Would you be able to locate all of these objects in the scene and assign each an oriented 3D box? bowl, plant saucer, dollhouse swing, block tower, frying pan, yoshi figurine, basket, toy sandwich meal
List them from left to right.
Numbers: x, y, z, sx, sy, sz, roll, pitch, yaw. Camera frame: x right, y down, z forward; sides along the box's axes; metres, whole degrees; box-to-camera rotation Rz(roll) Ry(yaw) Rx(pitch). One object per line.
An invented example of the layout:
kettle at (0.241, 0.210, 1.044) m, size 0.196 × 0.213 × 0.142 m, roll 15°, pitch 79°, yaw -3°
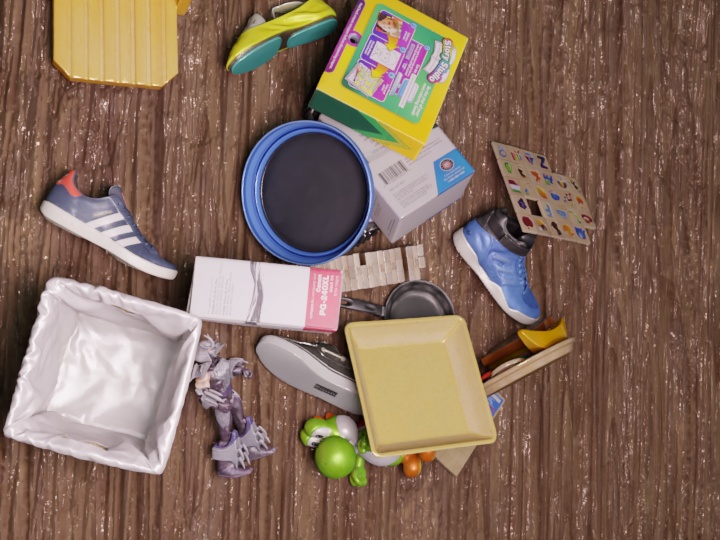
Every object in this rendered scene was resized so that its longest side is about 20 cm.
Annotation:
basket at (-0.316, 0.132, 1.231) m, size 0.195 × 0.161 × 0.203 m, roll 16°, pitch 82°, yaw -9°
dollhouse swing at (-0.309, -0.364, 1.277) m, size 0.197 × 0.182 × 0.178 m, roll 2°, pitch 67°, yaw -26°
bowl at (-0.072, -0.109, 1.379) m, size 0.198 × 0.039 × 0.204 m, roll 2°, pitch 96°, yaw 19°
block tower at (0.000, 0.000, 1.464) m, size 0.197 × 0.058 × 0.055 m, roll -9°, pitch 91°, yaw -24°
yoshi figurine at (0.008, 0.270, 1.432) m, size 0.197 × 0.112 × 0.114 m, roll 11°, pitch 91°, yaw -20°
frying pan at (0.056, 0.080, 1.496) m, size 0.187 × 0.031 × 0.117 m, roll -12°, pitch 78°, yaw -16°
plant saucer at (0.080, 0.170, 1.414) m, size 0.197 × 0.049 × 0.203 m, roll -3°, pitch 64°, yaw -22°
toy sandwich meal at (0.241, 0.129, 1.501) m, size 0.203 × 0.205 × 0.071 m, roll -23°, pitch 78°, yaw -24°

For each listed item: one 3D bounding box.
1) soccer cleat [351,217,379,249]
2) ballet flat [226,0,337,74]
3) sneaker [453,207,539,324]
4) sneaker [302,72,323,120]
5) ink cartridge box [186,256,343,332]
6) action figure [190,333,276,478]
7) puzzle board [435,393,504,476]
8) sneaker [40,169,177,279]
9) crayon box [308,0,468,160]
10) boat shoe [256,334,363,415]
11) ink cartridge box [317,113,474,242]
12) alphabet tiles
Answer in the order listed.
soccer cleat at (0.016, -0.096, 1.478) m, size 0.199 × 0.068 × 0.074 m, roll -35°, pitch 82°, yaw -20°
ballet flat at (-0.125, -0.348, 1.421) m, size 0.199 × 0.067 × 0.067 m, roll -30°, pitch 80°, yaw -26°
sneaker at (0.248, -0.011, 1.548) m, size 0.200 × 0.111 × 0.077 m, roll 50°, pitch 27°, yaw -11°
sneaker at (-0.005, -0.287, 1.464) m, size 0.090 × 0.070 × 0.201 m, roll 37°, pitch 71°, yaw -16°
ink cartridge box at (-0.129, 0.035, 1.322) m, size 0.197 × 0.145 × 0.085 m, roll 6°, pitch 85°, yaw -5°
action figure at (-0.184, 0.179, 1.349) m, size 0.130 × 0.068 × 0.203 m, roll -49°, pitch 126°, yaw -61°
puzzle board at (0.123, 0.202, 1.538) m, size 0.200 × 0.017 × 0.151 m, roll 44°, pitch 70°, yaw -18°
sneaker at (-0.320, -0.062, 1.302) m, size 0.199 × 0.075 × 0.085 m, roll 32°, pitch 80°, yaw -21°
crayon box at (0.042, -0.284, 1.398) m, size 0.171 × 0.058 × 0.202 m, roll 26°, pitch 65°, yaw -7°
boat shoe at (-0.061, 0.141, 1.430) m, size 0.199 × 0.071 × 0.064 m, roll 32°, pitch 47°, yaw -16°
ink cartridge box at (0.046, -0.167, 1.434) m, size 0.145 × 0.085 × 0.201 m, roll -32°, pitch 74°, yaw -21°
alphabet tiles at (0.305, -0.123, 1.591) m, size 0.198 × 0.008 × 0.169 m, roll 8°, pitch 55°, yaw -39°
